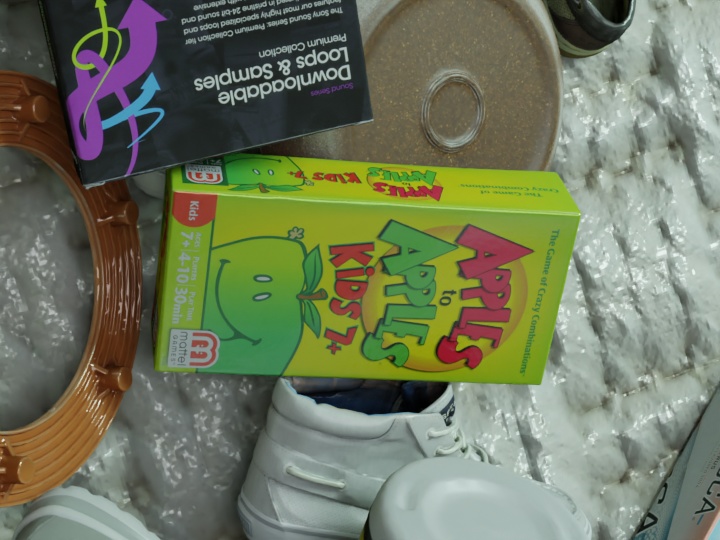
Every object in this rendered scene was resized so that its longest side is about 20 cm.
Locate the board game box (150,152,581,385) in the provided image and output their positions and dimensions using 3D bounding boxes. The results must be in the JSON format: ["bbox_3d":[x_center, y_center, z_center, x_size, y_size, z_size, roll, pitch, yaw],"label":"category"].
[{"bbox_3d":[0.000,0.000,0.777,0.199,0.048,0.102,3,118,-12],"label":"board game box"}]

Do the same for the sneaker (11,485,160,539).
[{"bbox_3d":[-0.080,0.180,0.697,0.200,0.082,0.075,27,120,5],"label":"sneaker"}]

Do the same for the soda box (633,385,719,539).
[{"bbox_3d":[0.219,0.135,0.900,0.064,0.068,0.200,38,74,-16],"label":"soda box"}]

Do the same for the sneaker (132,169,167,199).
[{"bbox_3d":[-0.076,-0.135,0.771,0.078,0.099,0.200,13,83,-21],"label":"sneaker"}]

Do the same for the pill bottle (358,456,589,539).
[{"bbox_3d":[0.031,0.200,0.761,0.111,0.111,0.200,6,121,-22],"label":"pill bottle"}]

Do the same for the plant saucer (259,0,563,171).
[{"bbox_3d":[0.040,-0.085,0.822,0.200,0.037,0.201,-8,104,-32],"label":"plant saucer"}]

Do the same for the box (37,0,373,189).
[{"bbox_3d":[-0.079,-0.149,0.701,0.143,0.036,0.200,-14,110,-14],"label":"box"}]

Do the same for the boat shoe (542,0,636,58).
[{"bbox_3d":[0.120,-0.223,0.873,0.072,0.066,0.201,-12,93,-22],"label":"boat shoe"}]

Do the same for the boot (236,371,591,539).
[{"bbox_3d":[0.041,0.103,0.811,0.200,0.074,0.096,6,114,-21],"label":"boot"}]

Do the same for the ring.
[{"bbox_3d":[-0.155,0.009,0.712,0.200,0.019,0.201,1,89,-63],"label":"ring"}]
